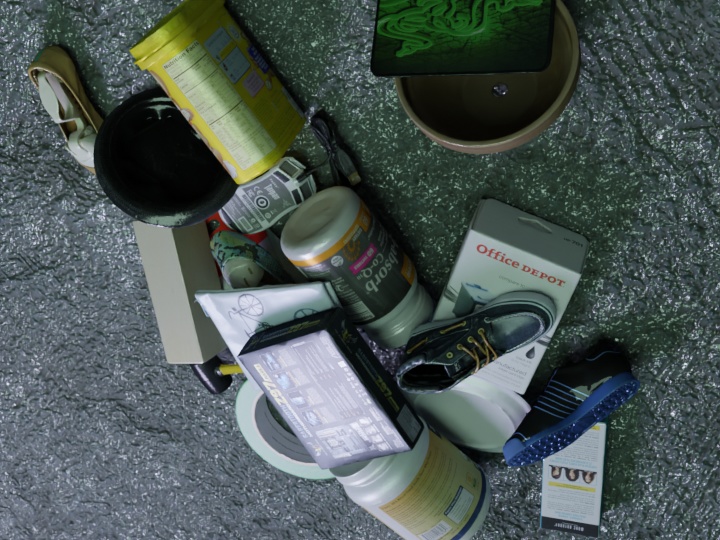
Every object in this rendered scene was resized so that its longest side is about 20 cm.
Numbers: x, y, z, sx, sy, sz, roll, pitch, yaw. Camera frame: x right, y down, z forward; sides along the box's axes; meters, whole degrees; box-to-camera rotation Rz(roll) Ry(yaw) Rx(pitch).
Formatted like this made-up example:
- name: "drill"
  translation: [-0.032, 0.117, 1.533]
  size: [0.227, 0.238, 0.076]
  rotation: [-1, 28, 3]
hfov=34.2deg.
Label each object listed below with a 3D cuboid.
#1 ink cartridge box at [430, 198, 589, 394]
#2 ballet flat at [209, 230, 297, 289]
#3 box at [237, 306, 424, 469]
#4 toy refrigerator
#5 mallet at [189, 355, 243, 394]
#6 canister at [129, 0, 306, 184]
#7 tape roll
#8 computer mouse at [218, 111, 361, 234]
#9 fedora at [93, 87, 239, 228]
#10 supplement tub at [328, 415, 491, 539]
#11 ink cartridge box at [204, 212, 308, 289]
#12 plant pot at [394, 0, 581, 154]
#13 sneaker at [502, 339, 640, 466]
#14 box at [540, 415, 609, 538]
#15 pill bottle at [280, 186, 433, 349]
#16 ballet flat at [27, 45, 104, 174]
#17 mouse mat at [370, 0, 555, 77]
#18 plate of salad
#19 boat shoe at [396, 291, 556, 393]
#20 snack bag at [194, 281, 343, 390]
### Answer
- name: "ink cartridge box"
  translation: [0.178, 0.033, 1.453]
  size: [0.146, 0.086, 0.201]
  rotation: [22, 127, 5]
- name: "ballet flat"
  translation: [-0.120, 0.028, 1.511]
  size: [0.200, 0.074, 0.074]
  rotation: [39, 125, -7]
- name: "box"
  translation: [-0.037, 0.150, 1.457]
  size: [0.157, 0.051, 0.200]
  rotation: [-20, 113, 38]
- name: "toy refrigerator"
  translation: [-0.238, 0.018, 1.567]
  size: [0.070, 0.076, 0.201]
  rotation: [-3, 107, 30]
- name: "mallet"
  translation: [-0.148, 0.141, 1.609]
  size: [0.199, 0.041, 0.066]
  rotation: [-1, 130, 35]
- name: "canister"
  translation: [-0.161, -0.218, 1.379]
  size: [0.086, 0.149, 0.200]
  rotation: [-26, 111, 31]
- name: "tape roll"
  translation: [-0.079, 0.207, 1.675]
  size: [0.199, 0.048, 0.201]
  rotation: [9, 123, 14]
- name: "computer mouse"
  translation: [-0.096, -0.113, 1.486]
  size: [0.199, 0.044, 0.110]
  rotation: [-26, 115, 25]
- name: "fedora"
  translation: [-0.236, -0.129, 1.475]
  size: [0.200, 0.201, 0.092]
  rotation: [16, 158, 10]
- name: "supplement tub"
  translation: [0.065, 0.278, 1.586]
  size: [0.144, 0.145, 0.200]
  rotation: [-30, 122, 32]
- name: "ink cartridge box"
  translation: [-0.162, 0.012, 1.582]
  size: [0.200, 0.047, 0.160]
  rotation: [44, 125, -13]
- name: "plant pot"
  translation: [0.145, -0.213, 1.279]
  size: [0.200, 0.202, 0.093]
  rotation: [0, 164, 20]
- name: "sneaker"
  translation: [0.256, 0.169, 1.489]
  size: [0.200, 0.078, 0.070]
  rotation: [-36, 144, 12]
- name: "box"
  translation: [0.289, 0.265, 1.579]
  size: [0.082, 0.049, 0.201]
  rotation: [7, 123, 16]
- name: "pill bottle"
  translation: [0.000, 0.000, 1.461]
  size: [0.116, 0.117, 0.200]
  rotation: [-22, 126, 29]
- name: "ballet flat"
  translation: [-0.373, -0.191, 1.521]
  size: [0.068, 0.063, 0.201]
  rotation: [-14, 115, 27]
- name: "mouse mat"
  translation: [0.111, -0.284, 1.258]
  size: [0.199, 0.162, 0.008]
  rotation: [1, 166, 20]
- name: "plate of salad"
  translation: [0.145, 0.180, 1.573]
  size: [0.199, 0.048, 0.201]
  rotation: [16, 146, 11]
- name: "boat shoe"
  translation: [0.137, 0.093, 1.395]
  size: [0.199, 0.091, 0.071]
  rotation: [-20, 113, 27]
- name: "snack bag"
  translation: [-0.092, 0.088, 1.490]
  size: [0.199, 0.021, 0.189]
  rotation: [-5, 130, 30]
